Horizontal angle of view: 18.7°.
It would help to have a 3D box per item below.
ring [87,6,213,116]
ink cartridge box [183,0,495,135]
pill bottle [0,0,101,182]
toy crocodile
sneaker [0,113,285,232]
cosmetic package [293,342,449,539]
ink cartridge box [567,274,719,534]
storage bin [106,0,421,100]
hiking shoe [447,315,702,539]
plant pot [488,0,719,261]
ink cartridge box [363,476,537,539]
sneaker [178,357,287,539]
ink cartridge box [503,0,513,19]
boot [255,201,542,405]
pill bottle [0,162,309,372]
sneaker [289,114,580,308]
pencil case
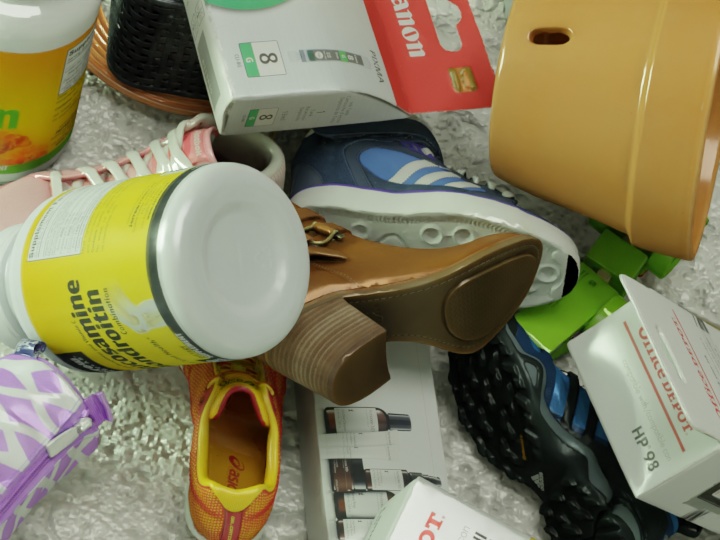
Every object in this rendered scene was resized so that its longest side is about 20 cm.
[{"bbox_3d":[-0.121,-0.183,1.546,0.200,0.019,0.201,9,52,-12],"label":"ring"},{"bbox_3d":[-0.013,-0.173,1.414,0.200,0.050,0.161,-8,63,-19],"label":"ink cartridge box"},{"bbox_3d":[-0.223,-0.158,1.376,0.111,0.200,0.111,9,52,-11],"label":"pill bottle"},{"bbox_3d":[0.166,0.003,1.476,0.067,0.062,0.200,38,57,14],"label":"toy crocodile"},{"bbox_3d":[-0.141,-0.055,1.388,0.200,0.105,0.075,-1,56,-17],"label":"sneaker"},{"bbox_3d":[0.006,0.096,1.354,0.082,0.051,0.200,4,53,-16],"label":"cosmetic package"},{"bbox_3d":[0.199,0.088,1.341,0.200,0.067,0.116,27,34,-52],"label":"ink cartridge box"},{"bbox_3d":[-0.067,-0.191,1.498,0.200,0.094,0.135,9,53,-13],"label":"storage bin"},{"bbox_3d":[0.128,0.101,1.386,0.087,0.074,0.200,-15,66,-42],"label":"hiking shoe"},{"bbox_3d":[0.166,-0.116,1.413,0.140,0.200,0.200,11,49,13],"label":"plant pot"},{"bbox_3d":[0.077,0.229,1.224,0.200,0.084,0.145,29,66,-2],"label":"ink cartridge box"},{"bbox_3d":[-0.072,0.073,1.330,0.073,0.077,0.200,4,49,-14],"label":"sneaker"},{"bbox_3d":[0.190,-0.178,1.598,0.145,0.083,0.200,4,54,-14],"label":"ink cartridge box"},{"bbox_3d":[0.000,0.000,1.349,0.200,0.077,0.155,-31,48,-29],"label":"boot"},{"bbox_3d":[-0.134,0.002,1.276,0.112,0.200,0.112,8,79,-45],"label":"pill bottle"},{"bbox_3d":[0.054,-0.057,1.449,0.200,0.081,0.147,10,41,5],"label":"sneaker"},{"bbox_3d":[-0.224,0.134,1.228,0.085,0.084,0.200,12,48,32],"label":"pencil case"}]
